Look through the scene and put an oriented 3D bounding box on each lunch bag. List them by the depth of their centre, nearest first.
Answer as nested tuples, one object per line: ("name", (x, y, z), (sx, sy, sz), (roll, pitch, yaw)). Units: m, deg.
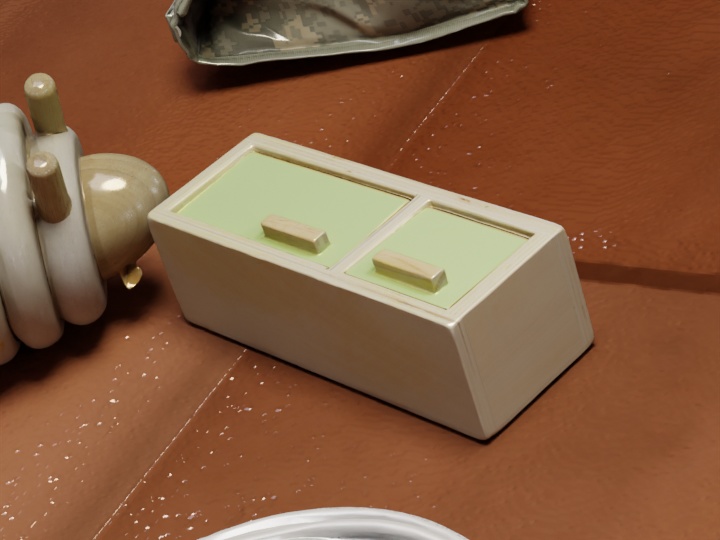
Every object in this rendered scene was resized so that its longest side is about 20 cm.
("lunch bag", (-0.013, -0.200, 1.242), (0.199, 0.118, 0.164), (-15, 33, 16))

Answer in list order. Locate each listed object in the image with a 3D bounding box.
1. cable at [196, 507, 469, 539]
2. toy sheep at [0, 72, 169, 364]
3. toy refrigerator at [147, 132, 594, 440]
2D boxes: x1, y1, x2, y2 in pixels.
("cable", (-0.029, 0.167, 0.764), (0.199, 0.069, 0.200), (-23, 34, -7))
("toy sheep", (-0.188, -0.018, 1.049), (0.199, 0.138, 0.138), (-8, 34, 1))
("toy refrigerator", (0.000, 0.000, 0.986), (0.076, 0.070, 0.200), (-39, 39, -28))
